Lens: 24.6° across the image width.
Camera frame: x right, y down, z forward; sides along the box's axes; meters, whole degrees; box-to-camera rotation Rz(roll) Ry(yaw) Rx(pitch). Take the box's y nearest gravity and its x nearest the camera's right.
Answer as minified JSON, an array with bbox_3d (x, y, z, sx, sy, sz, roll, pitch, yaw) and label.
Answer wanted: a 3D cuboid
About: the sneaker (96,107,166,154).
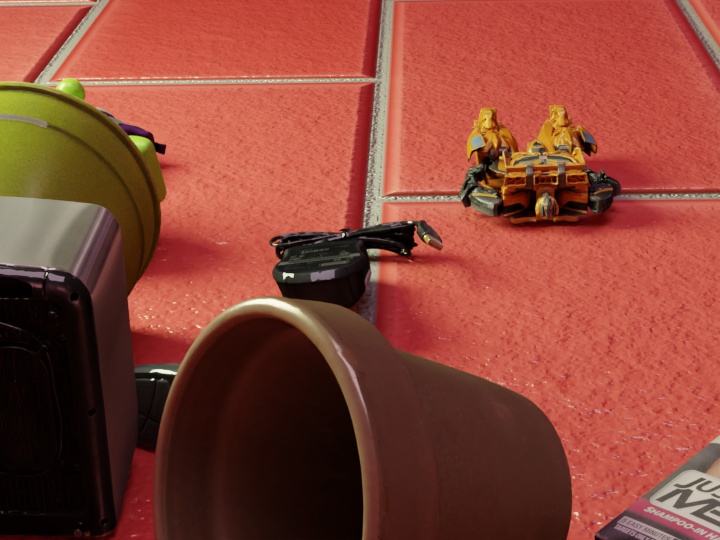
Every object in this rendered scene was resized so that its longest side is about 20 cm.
[{"bbox_3d":[-0.264,-0.107,1.541,0.087,0.075,0.200,14,26,23],"label":"sneaker"}]

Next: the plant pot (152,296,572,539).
[{"bbox_3d":[0.014,0.118,0.857,0.173,0.202,0.200,5,15,-36],"label":"plant pot"}]

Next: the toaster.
[{"bbox_3d":[-0.233,0.052,0.983,0.179,0.202,0.119,0,26,4],"label":"toaster"}]

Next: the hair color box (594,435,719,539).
[{"bbox_3d":[0.229,0.131,0.896,0.199,0.061,0.100,-30,33,-32],"label":"hair color box"}]

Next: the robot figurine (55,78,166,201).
[{"bbox_3d":[-0.269,-0.074,1.397,0.198,0.116,0.177,5,53,13],"label":"robot figurine"}]

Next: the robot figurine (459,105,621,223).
[{"bbox_3d":[0.157,-0.097,1.504,0.143,0.059,0.200,-3,22,-1],"label":"robot figurine"}]

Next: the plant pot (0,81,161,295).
[{"bbox_3d":[-0.252,0.004,1.142,0.198,0.202,0.194,0,33,4],"label":"plant pot"}]

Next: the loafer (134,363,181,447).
[{"bbox_3d":[-0.066,0.087,1.062,0.198,0.073,0.063,8,18,28],"label":"loafer"}]

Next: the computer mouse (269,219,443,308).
[{"bbox_3d":[0.000,0.000,1.302,0.139,0.047,0.200,-7,11,-3],"label":"computer mouse"}]
